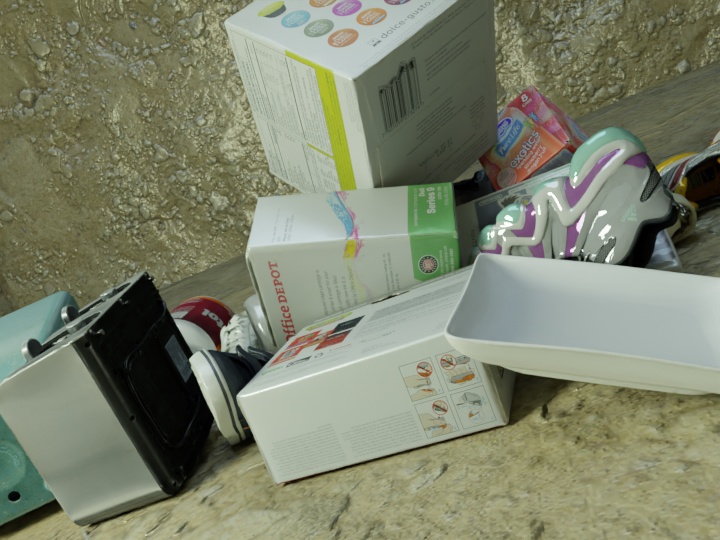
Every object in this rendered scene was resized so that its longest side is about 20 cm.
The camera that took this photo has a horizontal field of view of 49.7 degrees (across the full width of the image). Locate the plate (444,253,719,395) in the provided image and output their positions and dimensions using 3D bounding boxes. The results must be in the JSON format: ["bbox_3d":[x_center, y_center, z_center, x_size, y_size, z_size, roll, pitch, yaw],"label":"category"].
[{"bbox_3d":[0.167,0.035,0.536,0.197,0.033,0.200,6,16,14],"label":"plate"}]

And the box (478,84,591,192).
[{"bbox_3d":[0.233,-0.126,0.942,0.102,0.096,0.199,-39,-32,26],"label":"box"}]

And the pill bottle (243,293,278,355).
[{"bbox_3d":[-0.027,0.044,0.910,0.198,0.114,0.112,-26,9,-12],"label":"pill bottle"}]

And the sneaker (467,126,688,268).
[{"bbox_3d":[0.192,-0.012,0.684,0.077,0.141,0.200,2,-40,-49],"label":"sneaker"}]

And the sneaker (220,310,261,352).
[{"bbox_3d":[-0.152,0.105,0.978,0.074,0.082,0.200,-20,10,5],"label":"sneaker"}]

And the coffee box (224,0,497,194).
[{"bbox_3d":[0.009,-0.198,0.827,0.199,0.201,0.197,-40,51,-23],"label":"coffee box"}]

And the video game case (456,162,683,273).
[{"bbox_3d":[0.193,-0.031,0.771,0.198,0.023,0.184,-20,43,18],"label":"video game case"}]

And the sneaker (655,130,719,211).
[{"bbox_3d":[0.425,-0.119,0.877,0.199,0.078,0.082,-33,13,2],"label":"sneaker"}]

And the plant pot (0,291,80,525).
[{"bbox_3d":[-0.379,0.170,0.848,0.194,0.199,0.200,-24,17,-7],"label":"plant pot"}]

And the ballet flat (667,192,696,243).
[{"bbox_3d":[0.250,-0.027,0.796,0.198,0.070,0.070,-22,9,4],"label":"ballet flat"}]

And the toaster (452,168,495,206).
[{"bbox_3d":[0.123,-0.050,1.022,0.113,0.131,0.199,-28,9,-28],"label":"toaster"}]

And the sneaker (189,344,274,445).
[{"bbox_3d":[-0.102,0.105,0.701,0.079,0.079,0.200,-25,-13,-12],"label":"sneaker"}]

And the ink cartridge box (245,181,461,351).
[{"bbox_3d":[0.000,0.000,0.770,0.197,0.147,0.088,-5,42,6],"label":"ink cartridge box"}]

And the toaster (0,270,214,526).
[{"bbox_3d":[-0.230,0.125,0.757,0.117,0.202,0.181,-23,16,12],"label":"toaster"}]

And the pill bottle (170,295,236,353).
[{"bbox_3d":[-0.234,0.111,1.044,0.112,0.114,0.200,-21,10,9],"label":"pill bottle"}]

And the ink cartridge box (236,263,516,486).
[{"bbox_3d":[0.026,0.079,0.653,0.198,0.085,0.176,-19,11,20],"label":"ink cartridge box"}]
